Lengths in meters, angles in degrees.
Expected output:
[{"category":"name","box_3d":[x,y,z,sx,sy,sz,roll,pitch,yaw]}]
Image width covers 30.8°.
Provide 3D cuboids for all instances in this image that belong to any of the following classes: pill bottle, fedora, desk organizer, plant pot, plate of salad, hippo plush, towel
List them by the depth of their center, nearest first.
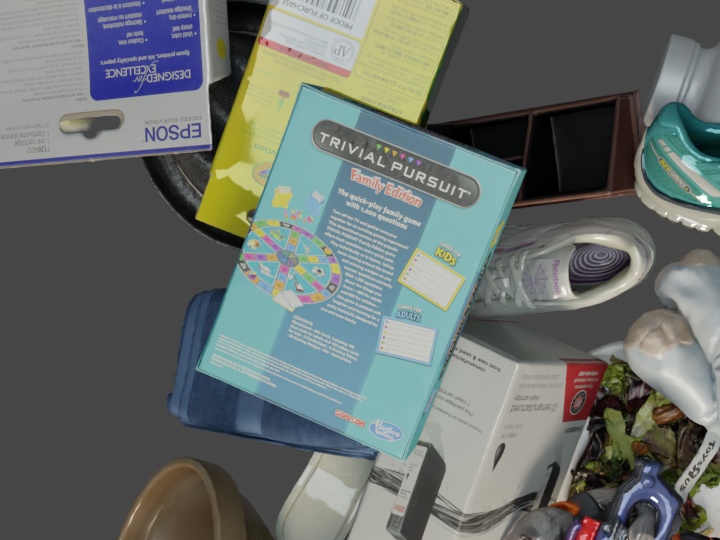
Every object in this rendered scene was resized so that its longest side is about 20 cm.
[{"category":"hippo plush","box_3d":[0.272,0.065,0.863,0.159,0.161,0.200,21,83,-8]},{"category":"pill bottle","box_3d":[0.301,-0.102,0.908,0.200,0.111,0.111,18,96,7]},{"category":"desk organizer","box_3d":[0.094,-0.076,0.924,0.200,0.077,0.072,-6,93,30]},{"category":"towel","box_3d":[-0.053,0.073,0.965,0.200,0.048,0.112,4,79,38]},{"category":"plate of salad","box_3d":[0.215,0.150,0.969,0.199,0.048,0.201,1,93,9]},{"category":"fedora","box_3d":[-0.089,-0.107,0.975,0.200,0.092,0.201,1,94,9]},{"category":"plant pot","box_3d":[-0.116,0.248,0.978,0.093,0.201,0.201,21,98,-27]}]

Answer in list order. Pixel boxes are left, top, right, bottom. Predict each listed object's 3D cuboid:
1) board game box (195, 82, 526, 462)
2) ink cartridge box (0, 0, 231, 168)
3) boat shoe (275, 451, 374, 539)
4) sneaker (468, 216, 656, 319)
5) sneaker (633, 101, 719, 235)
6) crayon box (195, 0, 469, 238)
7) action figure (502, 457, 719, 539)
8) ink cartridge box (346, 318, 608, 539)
[{"category":"board game box","box_3d":[0.000,0.000,0.847,0.151,0.047,0.200,23,99,10]},{"category":"ink cartridge box","box_3d":[-0.188,-0.178,0.941,0.197,0.047,0.201,-2,93,23]},{"category":"boat shoe","box_3d":[0.006,0.133,0.992,0.075,0.062,0.200,29,100,4]},{"category":"sneaker","box_3d":[0.114,-0.004,0.949,0.199,0.100,0.075,-11,94,11]},{"category":"sneaker","box_3d":[0.275,-0.055,0.833,0.199,0.078,0.080,14,128,12]},{"category":"crayon box","box_3d":[-0.021,-0.107,0.891,0.127,0.051,0.200,23,99,7]},{"category":"action figure","box_3d":[0.178,0.232,0.910,0.193,0.105,0.200,30,87,-14]},{"category":"ink cartridge box","box_3d":[0.080,0.141,0.928,0.084,0.144,0.200,26,101,33]}]
